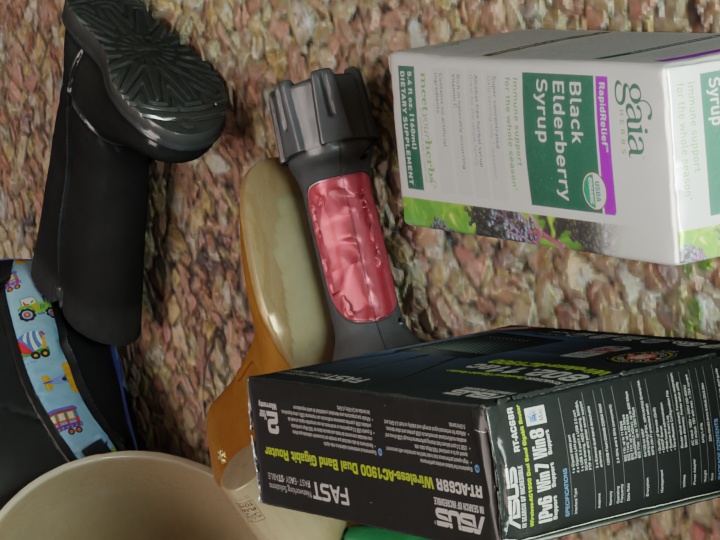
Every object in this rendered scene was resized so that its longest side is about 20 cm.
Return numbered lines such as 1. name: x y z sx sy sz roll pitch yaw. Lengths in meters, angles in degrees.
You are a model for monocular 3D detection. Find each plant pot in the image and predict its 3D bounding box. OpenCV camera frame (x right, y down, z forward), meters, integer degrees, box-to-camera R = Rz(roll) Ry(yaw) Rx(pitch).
1. plant pot: -0.137 0.234 1.460 0.188 0.186 0.200 62 159 25

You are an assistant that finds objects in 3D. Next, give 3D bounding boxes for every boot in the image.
1. boot: -0.048 0.052 1.329 0.144 0.071 0.202 -25 83 56
2. boot: -0.139 -0.040 1.454 0.165 0.065 0.201 -125 40 -48

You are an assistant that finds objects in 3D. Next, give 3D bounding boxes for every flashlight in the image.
1. flashlight: 0.000 0.000 1.242 0.067 0.068 0.201 -16 85 33

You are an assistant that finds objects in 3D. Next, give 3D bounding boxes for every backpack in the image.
1. backpack: -0.230 0.098 1.553 0.135 0.182 0.201 94 164 -55

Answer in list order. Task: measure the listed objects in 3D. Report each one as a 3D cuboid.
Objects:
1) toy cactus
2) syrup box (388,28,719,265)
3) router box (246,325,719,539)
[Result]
1. toy cactus: -0.013 0.156 1.244 0.200 0.102 0.165 -5 136 50
2. syrup box: 0.099 -0.056 1.042 0.200 0.081 0.079 12 111 59
3. router box: 0.062 0.068 1.075 0.200 0.149 0.062 1 100 58
